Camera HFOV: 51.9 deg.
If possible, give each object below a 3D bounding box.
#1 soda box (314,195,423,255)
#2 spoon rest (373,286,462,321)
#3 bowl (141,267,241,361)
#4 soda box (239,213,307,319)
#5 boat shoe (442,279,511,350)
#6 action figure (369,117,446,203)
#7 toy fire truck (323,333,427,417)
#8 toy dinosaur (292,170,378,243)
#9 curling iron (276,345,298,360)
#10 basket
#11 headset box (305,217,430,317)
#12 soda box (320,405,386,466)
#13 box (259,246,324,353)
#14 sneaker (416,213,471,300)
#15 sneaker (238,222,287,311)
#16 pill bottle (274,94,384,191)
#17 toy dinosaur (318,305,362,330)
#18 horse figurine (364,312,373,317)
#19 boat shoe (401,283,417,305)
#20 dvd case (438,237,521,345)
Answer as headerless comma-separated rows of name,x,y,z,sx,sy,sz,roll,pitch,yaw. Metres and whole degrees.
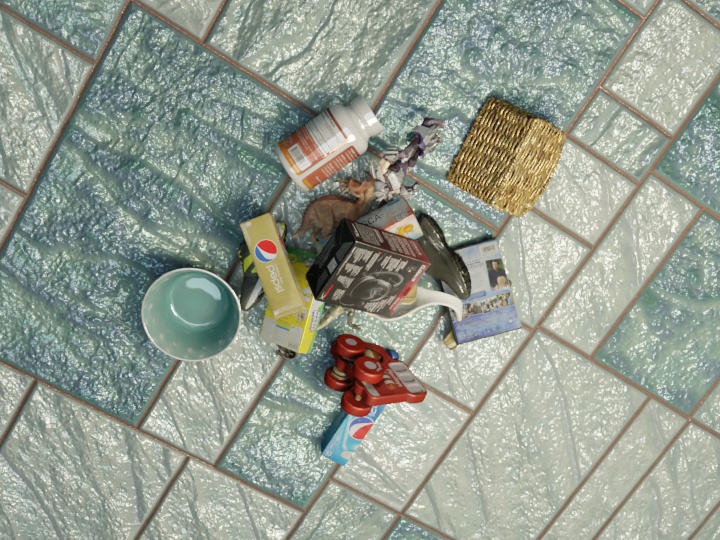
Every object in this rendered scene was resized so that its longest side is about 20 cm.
soda box,0.017,-0.061,1.441,0.200,0.064,0.068,-28,137,3
spoon rest,0.112,0.065,1.536,0.200,0.099,0.061,5,147,6
bowl,-0.343,0.077,1.534,0.200,0.105,0.201,-1,106,-4
soda box,-0.170,-0.007,1.458,0.064,0.068,0.200,-21,86,2
boat shoe,0.236,0.078,1.603,0.076,0.072,0.200,39,91,-2
action figure,0.087,-0.210,1.441,0.069,0.130,0.200,29,69,26
toy fire truck,0.027,0.215,1.567,0.168,0.200,0.112,1,120,-32
toy dinosaur,-0.050,-0.124,1.495,0.200,0.086,0.136,-13,107,-11
curling iron,-0.174,0.106,1.595,0.050,0.026,0.200,-12,107,-2
basket,0.303,-0.228,1.510,0.143,0.149,0.200,12,109,-42
headset box,0.022,0.001,1.400,0.200,0.077,0.149,14,124,-35
soda box,-0.011,0.333,1.655,0.064,0.068,0.200,30,102,-12
box,-0.132,0.058,1.528,0.117,0.048,0.200,18,95,34
sneaker,0.159,-0.018,1.546,0.091,0.076,0.200,-36,77,18
sneaker,-0.219,-0.015,1.534,0.085,0.074,0.200,21,88,4
pill bottle,-0.059,-0.252,1.451,0.200,0.112,0.112,-33,106,6
toy dinosaur,-0.020,0.075,1.573,0.088,0.047,0.200,42,77,-14
horse figurine,0.000,0.000,1.524,0.132,0.050,0.200,30,63,-11
boat shoe,0.078,-0.031,1.501,0.073,0.063,0.201,-5,80,-16
dvd case,0.244,0.044,1.564,0.142,0.018,0.200,-16,83,7
